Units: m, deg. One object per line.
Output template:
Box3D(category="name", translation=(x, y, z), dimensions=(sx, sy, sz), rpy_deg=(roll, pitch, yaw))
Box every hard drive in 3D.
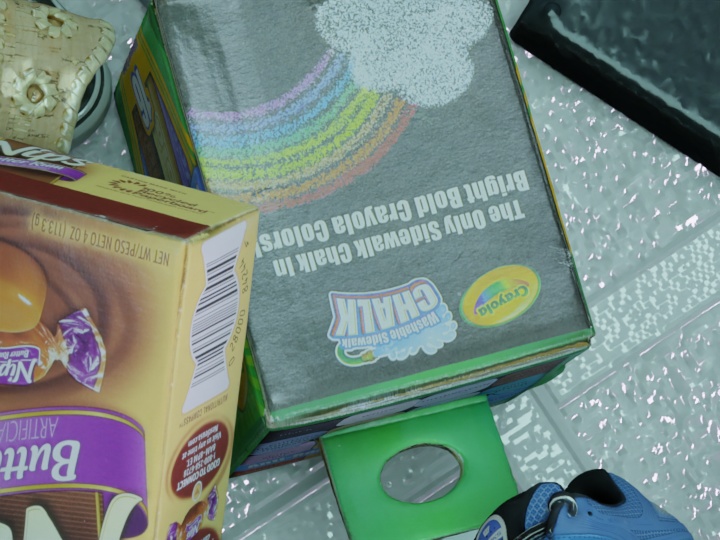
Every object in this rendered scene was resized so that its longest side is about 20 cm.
Box3D(category="hard drive", translation=(0.167, -0.136, 1.158), dimensions=(0.139, 0.033, 0.200), rpy_deg=(33, 75, -2))

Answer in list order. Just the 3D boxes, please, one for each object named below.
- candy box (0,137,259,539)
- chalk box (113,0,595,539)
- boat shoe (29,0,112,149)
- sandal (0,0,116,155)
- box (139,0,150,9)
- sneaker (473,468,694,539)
Box3D(category="candy box", translation=(-0.104, 0.066, 0.975), dimensions=(0.116, 0.056, 0.201), rpy_deg=(14, 110, 23))
Box3D(category="chalk box", translation=(0.000, 0.000, 1.055), dimensions=(0.124, 0.124, 0.201), rpy_deg=(-13, 82, -13))
Box3D(category="boat shoe", translation=(-0.179, -0.109, 1.076), dimensions=(0.199, 0.064, 0.071), rpy_deg=(31, 75, -2))
Box3D(category="sandal", translation=(-0.109, -0.060, 1.029), dimensions=(0.069, 0.078, 0.212), rpy_deg=(-28, 120, 13))
Box3D(category="box", translation=(-0.012, -0.198, 1.062), dimensions=(0.105, 0.184, 0.200), rpy_deg=(45, 74, 1))
Box3D(category="sneaker", translation=(0.062, 0.127, 0.985), dimensions=(0.089, 0.200, 0.079), rpy_deg=(47, 117, 0))
